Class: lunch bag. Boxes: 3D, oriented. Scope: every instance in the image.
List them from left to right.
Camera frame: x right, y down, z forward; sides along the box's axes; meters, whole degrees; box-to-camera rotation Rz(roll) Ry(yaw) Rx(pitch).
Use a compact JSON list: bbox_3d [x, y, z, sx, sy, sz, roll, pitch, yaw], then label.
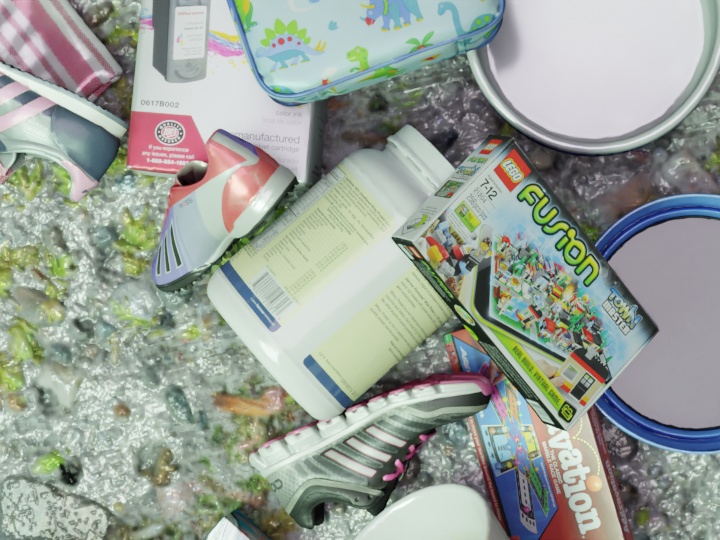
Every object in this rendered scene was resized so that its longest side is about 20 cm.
[{"bbox_3d":[0.000,-0.220,1.441,0.200,0.082,0.161,-20,89,4],"label":"lunch bag"}]

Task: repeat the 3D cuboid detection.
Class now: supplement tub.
[{"bbox_3d":[0.000,0.000,1.484,0.200,0.145,0.145,-41,86,-1],"label":"supplement tub"}]

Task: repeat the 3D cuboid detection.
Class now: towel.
[{"bbox_3d":[-0.308,-0.150,1.579,0.200,0.030,0.146,-41,87,4],"label":"towel"}]

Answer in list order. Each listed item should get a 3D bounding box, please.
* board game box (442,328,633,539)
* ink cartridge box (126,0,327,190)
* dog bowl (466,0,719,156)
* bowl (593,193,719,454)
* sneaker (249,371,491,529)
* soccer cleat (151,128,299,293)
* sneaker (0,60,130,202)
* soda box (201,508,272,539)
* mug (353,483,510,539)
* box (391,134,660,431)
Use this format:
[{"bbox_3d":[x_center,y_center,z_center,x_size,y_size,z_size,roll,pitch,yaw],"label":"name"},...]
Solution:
[{"bbox_3d":[0.138,0.132,1.516,0.103,0.019,0.200,-18,87,29],"label":"board game box"},{"bbox_3d":[-0.098,-0.168,1.530,0.147,0.086,0.200,5,91,6],"label":"ink cartridge box"},{"bbox_3d":[0.180,-0.187,1.505,0.200,0.079,0.200,0,89,6],"label":"dog bowl"},{"bbox_3d":[0.259,0.041,1.515,0.200,0.039,0.201,0,90,6],"label":"bowl"},{"bbox_3d":[0.017,0.142,1.522,0.200,0.074,0.088,-23,88,11],"label":"sneaker"},{"bbox_3d":[-0.120,-0.045,1.489,0.073,0.200,0.068,42,56,-8],"label":"soccer cleat"},{"bbox_3d":[-0.286,-0.122,1.531,0.200,0.070,0.082,24,89,4],"label":"sneaker"},{"bbox_3d":[-0.050,0.278,1.531,0.200,0.064,0.068,41,94,4],"label":"soda box"},{"bbox_3d":[0.066,0.278,1.465,0.153,0.149,0.187,50,62,-27],"label":"mug"},{"bbox_3d":[0.123,0.010,1.434,0.110,0.035,0.200,-46,114,-13],"label":"box"}]
